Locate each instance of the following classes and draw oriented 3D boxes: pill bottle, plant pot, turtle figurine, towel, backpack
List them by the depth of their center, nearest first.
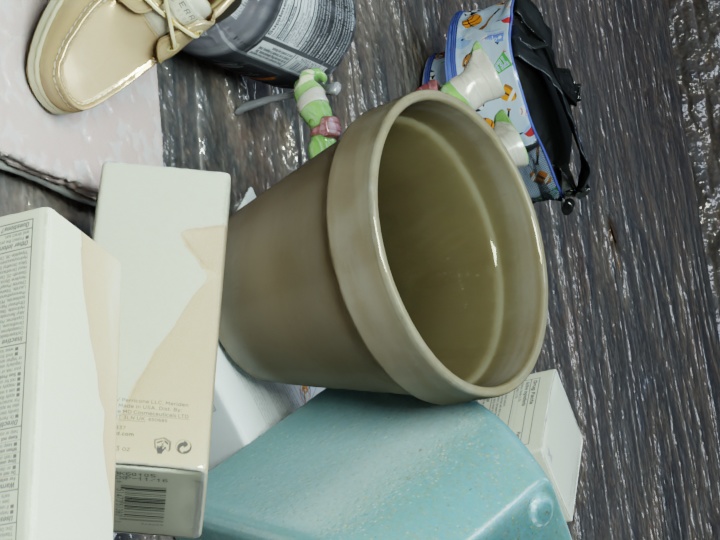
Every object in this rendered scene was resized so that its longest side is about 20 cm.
[{"bbox_3d":[-0.187,-0.138,1.121,0.200,0.032,0.192,26,55,-63],"label":"towel"},{"bbox_3d":[0.035,0.194,1.157,0.196,0.200,0.196,-34,113,-33],"label":"plant pot"},{"bbox_3d":[0.000,0.000,1.176,0.200,0.173,0.201,24,58,-48],"label":"plant pot"},{"bbox_3d":[-0.086,-0.199,1.312,0.200,0.106,0.107,11,68,-67],"label":"pill bottle"},{"bbox_3d":[0.013,-0.095,1.347,0.200,0.194,0.144,-139,-155,-88],"label":"turtle figurine"},{"bbox_3d":[0.144,-0.177,1.829,0.200,0.154,0.191,-88,163,-49],"label":"backpack"}]

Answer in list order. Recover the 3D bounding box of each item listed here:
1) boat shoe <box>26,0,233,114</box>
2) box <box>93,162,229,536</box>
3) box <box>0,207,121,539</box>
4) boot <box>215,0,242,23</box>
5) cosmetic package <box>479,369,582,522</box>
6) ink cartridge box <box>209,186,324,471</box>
[{"bbox_3d":[-0.115,-0.169,1.070,0.200,0.069,0.074,-51,133,-19],"label":"boat shoe"},{"bbox_3d":[-0.123,0.044,1.050,0.095,0.078,0.200,102,-9,-58],"label":"box"},{"bbox_3d":[-0.182,0.079,0.923,0.078,0.095,0.201,44,40,-56],"label":"box"},{"bbox_3d":[-0.160,-0.270,1.173,0.186,0.064,0.200,32,33,-55],"label":"boot"},{"bbox_3d":[0.058,0.147,1.345,0.104,0.200,0.073,-69,142,-55],"label":"cosmetic package"},{"bbox_3d":[-0.077,0.068,1.266,0.174,0.043,0.200,-71,142,-56],"label":"ink cartridge box"}]
